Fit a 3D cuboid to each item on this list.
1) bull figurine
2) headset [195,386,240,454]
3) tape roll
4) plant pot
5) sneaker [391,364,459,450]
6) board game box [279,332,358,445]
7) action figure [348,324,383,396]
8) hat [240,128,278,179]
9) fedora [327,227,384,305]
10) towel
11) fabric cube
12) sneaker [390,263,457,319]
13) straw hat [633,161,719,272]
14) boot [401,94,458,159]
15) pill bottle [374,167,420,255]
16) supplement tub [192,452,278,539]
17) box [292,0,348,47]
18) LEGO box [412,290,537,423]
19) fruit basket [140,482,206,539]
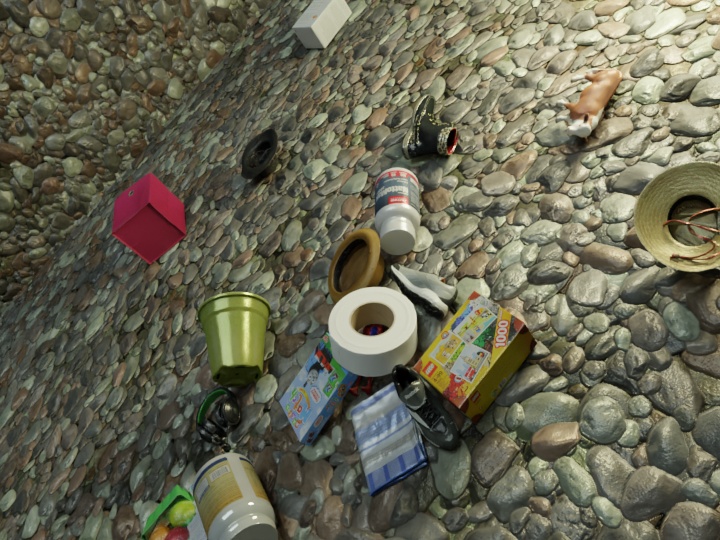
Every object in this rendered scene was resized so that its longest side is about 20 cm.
[{"bbox_3d":[0.518,-0.382,1.383,0.202,0.065,0.120,-51,44,-8],"label":"bull figurine"},{"bbox_3d":[-0.358,0.370,1.488,0.123,0.094,0.200,-43,40,2],"label":"headset"},{"bbox_3d":[0.027,0.130,1.312,0.195,0.072,0.206,-4,41,4],"label":"tape roll"},{"bbox_3d":[-0.322,0.189,1.554,0.196,0.200,0.189,-25,54,20],"label":"plant pot"},{"bbox_3d":[0.116,0.259,1.163,0.066,0.091,0.201,-38,51,1],"label":"sneaker"},{"bbox_3d":[-0.095,0.266,1.364,0.203,0.036,0.151,-56,35,6],"label":"board game box"},{"bbox_3d":[0.015,0.180,1.367,0.064,0.052,0.205,-16,46,36],"label":"action figure"},{"bbox_3d":[-0.335,-0.393,2.116,0.197,0.080,0.206,-23,51,31],"label":"hat"},{"bbox_3d":[0.000,0.000,1.483,0.198,0.080,0.207,-30,48,39],"label":"fedora"},{"bbox_3d":[0.053,0.333,1.223,0.145,0.024,0.203,-34,42,15],"label":"towel"},{"bbox_3d":[-0.787,-0.193,2.241,0.193,0.201,0.202,-33,41,11],"label":"fabric cube"},{"bbox_3d":[0.142,0.035,1.366,0.079,0.075,0.199,-42,45,-13],"label":"sneaker"},{"bbox_3d":[0.588,-0.079,1.059,0.196,0.084,0.208,-17,60,32],"label":"straw hat"},{"bbox_3d":[0.209,-0.398,1.660,0.150,0.073,0.209,6,66,40],"label":"boot"},{"bbox_3d":[0.093,-0.147,1.513,0.117,0.120,0.205,-21,46,25],"label":"pill bottle"},{"bbox_3d":[-0.262,0.502,1.257,0.145,0.145,0.200,-45,40,-2],"label":"supplement tub"},{"bbox_3d":[-0.158,-1.024,2.462,0.150,0.106,0.202,23,73,47],"label":"box"},{"bbox_3d":[0.222,0.166,1.174,0.201,0.077,0.148,-50,41,-6],"label":"LEGO box"},{"bbox_3d":[-0.407,0.593,1.335,0.186,0.094,0.199,-47,35,-3],"label":"fruit basket"}]
